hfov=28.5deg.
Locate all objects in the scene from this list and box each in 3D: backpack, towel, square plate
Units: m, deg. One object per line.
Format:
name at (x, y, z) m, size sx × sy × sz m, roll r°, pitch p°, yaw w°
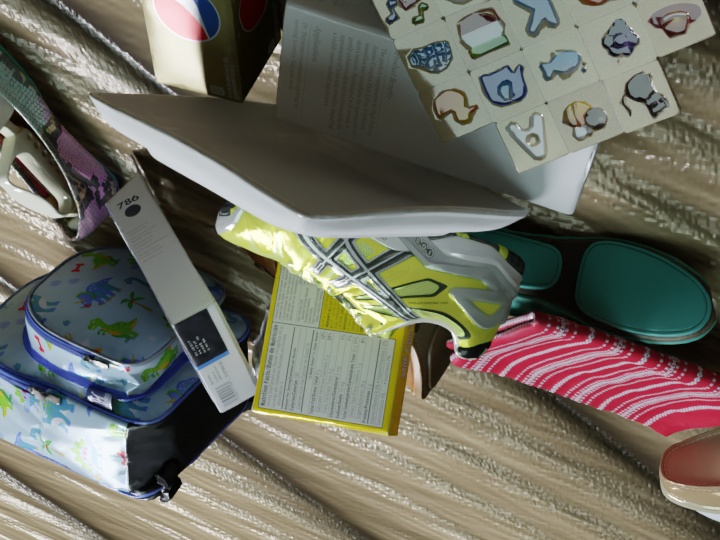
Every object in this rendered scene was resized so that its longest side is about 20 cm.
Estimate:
backpack at (-0.207, 0.068, 1.164) m, size 0.199 × 0.183 × 0.148 m, roll 15°, pitch 123°, yaw 20°
towel at (0.176, 0.076, 1.007) m, size 0.199 × 0.023 × 0.145 m, roll 19°, pitch 162°, yaw -18°
square plate at (-0.031, -0.061, 0.849) m, size 0.198 × 0.199 × 0.029 m, roll 29°, pitch 110°, yaw 38°

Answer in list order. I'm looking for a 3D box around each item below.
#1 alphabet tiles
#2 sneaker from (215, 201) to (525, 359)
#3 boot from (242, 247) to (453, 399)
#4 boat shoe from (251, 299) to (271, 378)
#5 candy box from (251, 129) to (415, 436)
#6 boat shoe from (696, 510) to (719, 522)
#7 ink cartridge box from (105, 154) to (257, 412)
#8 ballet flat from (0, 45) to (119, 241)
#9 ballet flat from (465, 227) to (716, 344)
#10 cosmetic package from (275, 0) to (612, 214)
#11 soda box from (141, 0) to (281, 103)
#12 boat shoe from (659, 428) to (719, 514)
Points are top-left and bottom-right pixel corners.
alphabet tiles at (0.089, -0.156, 0.767) m, size 0.166 × 0.006 × 0.201 m, roll -20°, pitch 108°, yaw 24°
sneaker at (0.000, 0.000, 0.896) m, size 0.199 × 0.077 × 0.075 m, roll 15°, pitch 177°, yaw 9°
boot at (-0.005, 0.017, 1.075) m, size 0.154 × 0.074 × 0.200 m, roll 25°, pitch 160°, yaw 23°
boat shoe at (-0.054, 0.065, 1.090) m, size 0.072 × 0.069 × 0.200 m, roll 38°, pitch 176°, yaw -6°
candy box at (-0.008, 0.005, 0.957) m, size 0.102 × 0.201 × 0.026 m, roll 7°, pitch 174°, yaw 24°
boat shoe at (0.338, 0.177, 1.064) m, size 0.199 × 0.072 × 0.071 m, roll 2°, pitch 142°, yaw 30°
ink cartridge box at (-0.138, 0.006, 1.049) m, size 0.200 × 0.039 × 0.100 m, roll 55°, pitch 171°, yaw 47°
ballet flat at (-0.259, -0.099, 1.067) m, size 0.069 × 0.071 × 0.200 m, roll -8°, pitch 133°, yaw 39°
ballet flat at (0.149, 0.010, 0.984) m, size 0.199 × 0.068 × 0.070 m, roll 13°, pitch 167°, yaw 16°
cosmetic package at (0.053, -0.118, 0.858) m, size 0.199 × 0.074 × 0.102 m, roll 18°, pitch 144°, yaw 5°
soda box at (-0.093, -0.198, 0.844) m, size 0.064 × 0.068 × 0.201 m, roll 15°, pitch 144°, yaw 14°
boat shoe at (0.305, 0.127, 1.020) m, size 0.199 × 0.074 × 0.069 m, roll -12°, pitch 137°, yaw 27°
